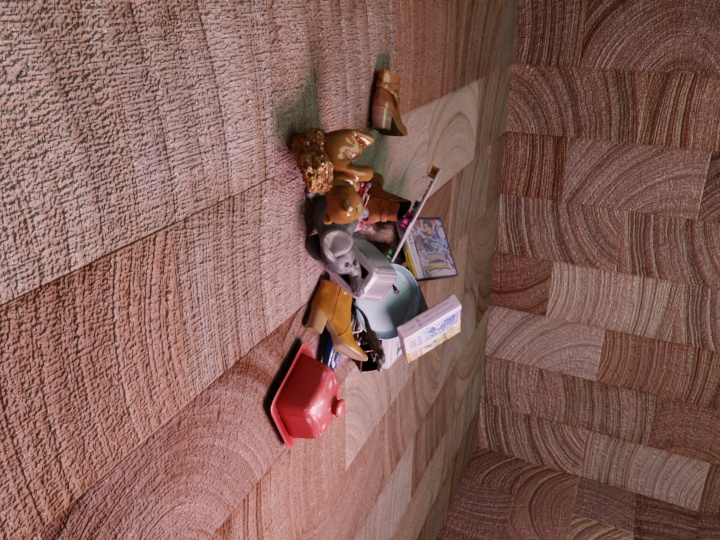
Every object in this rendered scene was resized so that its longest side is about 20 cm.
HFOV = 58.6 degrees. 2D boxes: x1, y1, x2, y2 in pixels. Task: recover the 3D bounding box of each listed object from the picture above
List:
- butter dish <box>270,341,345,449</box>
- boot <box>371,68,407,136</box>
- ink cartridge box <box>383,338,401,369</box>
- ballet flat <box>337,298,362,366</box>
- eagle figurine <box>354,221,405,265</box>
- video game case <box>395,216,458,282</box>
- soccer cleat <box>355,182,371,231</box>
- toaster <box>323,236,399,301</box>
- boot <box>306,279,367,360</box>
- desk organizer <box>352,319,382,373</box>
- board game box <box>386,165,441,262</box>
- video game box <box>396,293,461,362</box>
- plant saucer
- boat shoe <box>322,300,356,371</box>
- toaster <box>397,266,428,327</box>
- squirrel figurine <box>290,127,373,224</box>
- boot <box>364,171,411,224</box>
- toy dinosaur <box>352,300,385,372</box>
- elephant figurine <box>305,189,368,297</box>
[{"bbox_3d":[-0.104,0.309,1.517,0.202,0.145,0.202,75,34,-45],"label":"butter dish"},{"bbox_3d":[0.084,-0.455,1.761,0.199,0.075,0.159,0,96,-60],"label":"boot"},{"bbox_3d":[0.090,0.201,2.028,0.200,0.082,0.149,-35,132,-60],"label":"ink cartridge box"},{"bbox_3d":[-0.030,0.167,1.734,0.069,0.070,0.205,13,87,-68],"label":"ballet flat"},{"bbox_3d":[0.067,-0.072,1.804,0.153,0.150,0.199,-62,165,11],"label":"eagle figurine"},{"bbox_3d":[0.191,-0.064,1.828,0.197,0.025,0.185,-4,74,-46],"label":"video game case"},{"bbox_3d":[-0.021,-0.179,1.623,0.068,0.084,0.204,32,43,-36],"label":"soccer cleat"},{"bbox_3d":[0.000,0.000,1.589,0.114,0.200,0.128,-51,158,16],"label":"toaster"},{"bbox_3d":[-0.038,0.122,1.598,0.200,0.070,0.146,36,60,-26],"label":"boot"},{"bbox_3d":[0.022,0.183,1.828,0.077,0.070,0.205,-131,-140,-64],"label":"desk organizer"},{"bbox_3d":[0.136,-0.146,1.670,0.202,0.025,0.201,-61,177,-29],"label":"board game box"},{"bbox_3d":[0.190,0.162,1.753,0.179,0.047,0.201,-28,154,-5],"label":"video game box"},{"bbox_3d":[0.070,0.082,1.714,0.196,0.027,0.206,-4,98,-26],"label":"plant saucer"},{"bbox_3d":[-0.046,0.172,1.664,0.084,0.067,0.205,-3,-110,68],"label":"boat shoe"},{"bbox_3d":[0.124,0.084,1.856,0.181,0.116,0.204,48,21,-82],"label":"toaster"},{"bbox_3d":[-0.065,-0.197,1.363,0.197,0.140,0.192,11,72,-43],"label":"squirrel figurine"},{"bbox_3d":[0.066,-0.188,1.695,0.202,0.152,0.075,-62,144,-38],"label":"boot"},{"bbox_3d":[0.025,0.178,1.631,0.089,0.046,0.202,93,-25,-54],"label":"toy dinosaur"},{"bbox_3d":[-0.056,-0.060,1.467,0.142,0.151,0.205,49,51,-70],"label":"elephant figurine"}]
